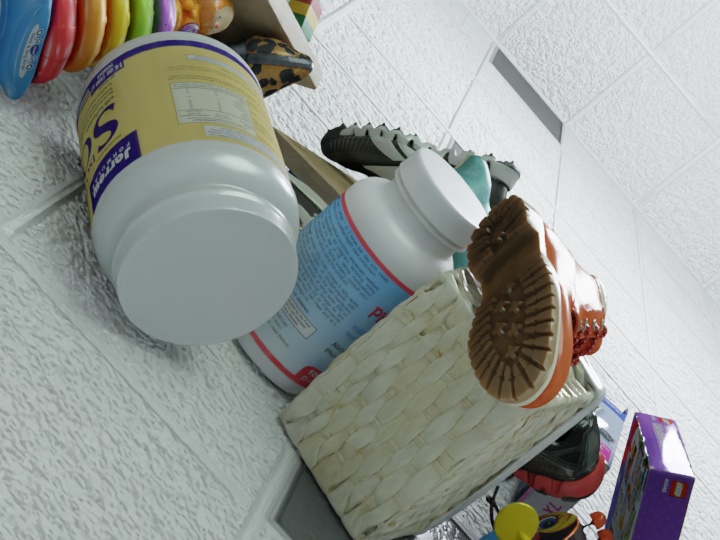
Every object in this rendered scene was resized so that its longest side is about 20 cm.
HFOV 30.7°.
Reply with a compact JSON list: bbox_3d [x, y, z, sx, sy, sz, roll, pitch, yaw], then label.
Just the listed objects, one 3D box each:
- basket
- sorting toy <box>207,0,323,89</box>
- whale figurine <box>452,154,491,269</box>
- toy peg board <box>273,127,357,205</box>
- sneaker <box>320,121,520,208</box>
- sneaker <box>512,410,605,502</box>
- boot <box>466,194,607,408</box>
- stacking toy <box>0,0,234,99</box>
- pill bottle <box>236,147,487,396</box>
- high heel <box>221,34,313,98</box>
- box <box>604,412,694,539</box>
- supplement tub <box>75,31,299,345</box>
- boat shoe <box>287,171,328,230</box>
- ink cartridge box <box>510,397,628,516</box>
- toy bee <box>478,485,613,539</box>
[{"bbox_3d":[0.056,0.100,0.976,0.136,0.200,0.123,56,26,17],"label":"basket"},{"bbox_3d":[-0.135,-0.254,1.149,0.197,0.070,0.200,20,-10,15],"label":"sorting toy"},{"bbox_3d":[0.106,0.007,1.115,0.159,0.103,0.202,-25,115,-46],"label":"whale figurine"},{"bbox_3d":[-0.004,-0.012,1.234,0.200,0.098,0.199,30,12,-49],"label":"toy peg board"},{"bbox_3d":[0.048,-0.083,1.261,0.199,0.091,0.067,16,-12,12],"label":"sneaker"},{"bbox_3d":[0.106,0.121,1.073,0.199,0.098,0.071,13,44,12],"label":"sneaker"},{"bbox_3d":[0.131,0.036,0.885,0.107,0.075,0.201,41,28,-19],"label":"boot"},{"bbox_3d":[-0.183,-0.196,0.998,0.199,0.116,0.110,-4,50,-35],"label":"stacking toy"},{"bbox_3d":[0.000,0.000,1.016,0.109,0.200,0.109,42,21,-20],"label":"pill bottle"},{"bbox_3d":[-0.101,-0.168,1.174,0.200,0.141,0.072,8,86,-83],"label":"high heel"},{"bbox_3d":[0.230,0.236,1.101,0.039,0.202,0.137,12,14,4],"label":"box"},{"bbox_3d":[-0.123,-0.060,0.935,0.145,0.145,0.201,34,24,-39],"label":"supplement tub"},{"bbox_3d":[-0.107,-0.075,1.102,0.201,0.072,0.061,38,33,3],"label":"boat shoe"},{"bbox_3d":[0.194,0.185,1.235,0.042,0.120,0.200,43,19,8],"label":"ink cartridge box"},{"bbox_3d":[0.144,0.225,1.042,0.131,0.108,0.201,57,22,-37],"label":"toy bee"}]
